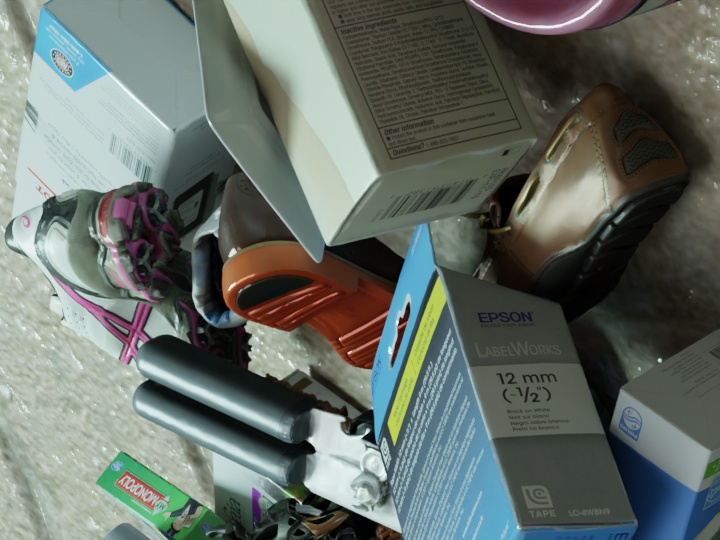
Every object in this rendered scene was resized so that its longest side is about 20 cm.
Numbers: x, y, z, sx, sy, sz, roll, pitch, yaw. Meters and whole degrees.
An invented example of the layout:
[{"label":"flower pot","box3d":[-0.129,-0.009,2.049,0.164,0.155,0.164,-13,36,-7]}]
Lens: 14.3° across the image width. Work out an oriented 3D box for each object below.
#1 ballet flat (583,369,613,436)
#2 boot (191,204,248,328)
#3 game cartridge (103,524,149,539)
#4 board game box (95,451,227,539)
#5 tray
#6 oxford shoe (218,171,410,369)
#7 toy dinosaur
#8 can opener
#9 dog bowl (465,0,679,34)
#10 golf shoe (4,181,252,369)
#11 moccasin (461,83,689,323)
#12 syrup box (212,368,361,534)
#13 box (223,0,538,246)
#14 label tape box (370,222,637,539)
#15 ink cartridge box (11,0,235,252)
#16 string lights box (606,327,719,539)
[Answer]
[{"label":"ballet flat","box3d":[0.114,0.123,1.533,0.066,0.057,0.201,8,125,49]},{"label":"boot","box3d":[-0.033,-0.036,1.548,0.074,0.095,0.200,45,147,15]},{"label":"game cartridge","box3d":[-0.079,0.222,1.707,0.133,0.041,0.200,28,166,34]},{"label":"board game box","box3d":[-0.065,0.196,1.770,0.200,0.029,0.134,45,170,-28]},{"label":"tray","box3d":[-0.049,-0.102,1.457,0.108,0.022,0.201,51,-162,-36]},{"label":"oxford shoe","box3d":[0.000,0.000,1.507,0.071,0.200,0.073,-26,60,26]},{"label":"toy dinosaur","box3d":[-0.004,0.144,1.589,0.102,0.135,0.200,48,-172,-38]},{"label":"can opener","box3d":[-0.035,0.087,1.562,0.199,0.066,0.053,20,118,25]},{"label":"dog bowl","box3d":[0.080,-0.194,1.273,0.200,0.074,0.201,34,143,30]},{"label":"golf shoe","box3d":[-0.127,0.016,1.642,0.091,0.073,0.200,-4,144,24]},{"label":"moccasin","box3d":[0.091,-0.022,1.420,0.078,0.073,0.202,61,154,18]},{"label":"syrup box","box3d":[0.007,0.152,1.681,0.200,0.081,0.079,34,143,29]},{"label":"box","box3d":[-0.003,-0.124,1.379,0.201,0.094,0.078,68,152,18]},{"label":"label tape box","box3d":[0.063,0.089,1.407,0.144,0.066,0.201,107,156,-46]},{"label":"ink cartridge box","box3d":[-0.137,-0.069,1.684,0.116,0.067,0.200,43,146,18]},{"label":"string lights box","box3d":[0.155,0.131,1.407,0.059,0.102,0.201,34,131,29]}]
